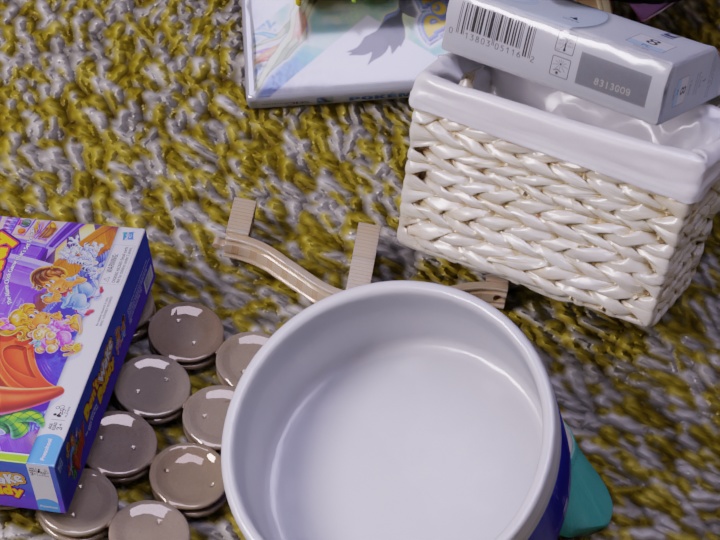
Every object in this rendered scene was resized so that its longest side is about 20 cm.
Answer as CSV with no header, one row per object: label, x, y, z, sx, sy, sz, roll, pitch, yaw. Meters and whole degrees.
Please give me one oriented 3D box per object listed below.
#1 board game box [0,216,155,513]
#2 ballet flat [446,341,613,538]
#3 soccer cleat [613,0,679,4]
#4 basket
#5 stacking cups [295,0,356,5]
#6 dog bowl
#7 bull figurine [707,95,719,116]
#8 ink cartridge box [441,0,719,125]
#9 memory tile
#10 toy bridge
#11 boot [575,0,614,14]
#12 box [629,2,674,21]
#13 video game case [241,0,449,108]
board game box,-0.219,0.053,1.433,0.134,0.045,0.200,5,46,12
ballet flat,0.080,0.086,1.445,0.067,0.071,0.200,-33,61,-31
soccer cleat,0.157,-0.202,1.516,0.199,0.068,0.081,4,26,-14
basket,0.134,-0.058,1.504,0.199,0.124,0.136,18,22,17
stacking cups,0.053,-0.215,1.615,0.199,0.061,0.061,0,49,2
dog bowl,0.023,0.111,1.366,0.199,0.079,0.201,-6,64,12
bull figurine,0.239,-0.101,1.607,0.200,0.065,0.121,-27,19,-34
ink cartridge box,0.169,-0.159,1.538,0.160,0.047,0.200,21,25,23
memory tile,-0.141,0.094,1.447,0.153,0.017,0.200,21,50,11
toy bridge,0.000,0.000,1.537,0.199,0.027,0.067,10,50,0
boot,0.090,-0.215,1.705,0.155,0.073,0.200,-17,62,-14
box,0.186,-0.287,1.652,0.097,0.176,0.200,-35,93,11
video game case,0.004,-0.218,1.661,0.182,0.022,0.201,-4,74,1
